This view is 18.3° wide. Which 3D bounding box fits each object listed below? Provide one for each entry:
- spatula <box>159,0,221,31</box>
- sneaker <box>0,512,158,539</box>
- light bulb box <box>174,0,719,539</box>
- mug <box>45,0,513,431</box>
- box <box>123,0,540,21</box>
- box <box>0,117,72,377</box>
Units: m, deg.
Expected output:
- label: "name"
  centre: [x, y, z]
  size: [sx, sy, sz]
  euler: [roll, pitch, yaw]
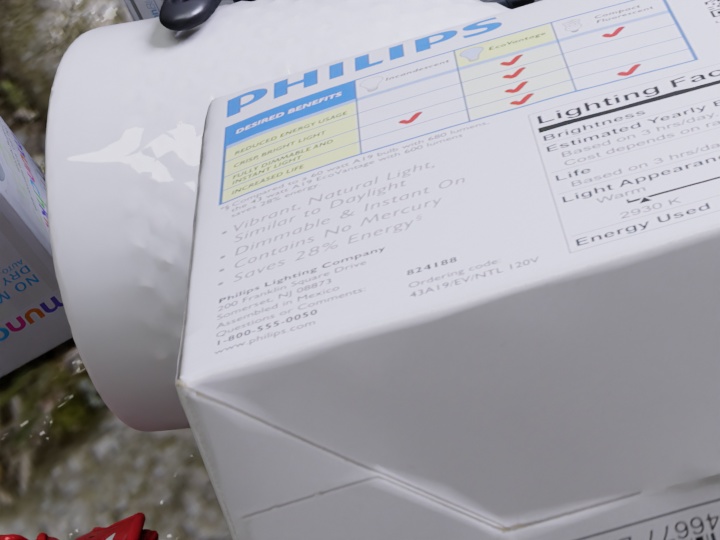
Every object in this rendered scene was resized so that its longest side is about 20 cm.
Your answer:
- label: "spatula"
  centre: [-0.040, -0.133, 0.832]
  size: [0.056, 0.021, 0.200]
  euler: [-7, 26, 19]
- label: "sneaker"
  centre: [-0.132, 0.123, 0.837]
  size: [0.115, 0.079, 0.200]
  euler: [-25, 34, -14]
- label: "light bulb box"
  centre: [0.063, 0.013, 0.603]
  size: [0.197, 0.125, 0.200]
  euler: [-16, 22, 5]
- label: "mug"
  centre: [0.000, 0.000, 0.788]
  size: [0.174, 0.148, 0.201]
  euler: [-8, 84, 15]
- label: "box"
  centre: [0.012, -0.115, 0.910]
  size: [0.199, 0.117, 0.060]
  euler: [-10, 44, 18]
- label: "box"
  centre: [-0.237, -0.010, 0.908]
  size: [0.199, 0.177, 0.097]
  euler: [-29, 49, 2]
